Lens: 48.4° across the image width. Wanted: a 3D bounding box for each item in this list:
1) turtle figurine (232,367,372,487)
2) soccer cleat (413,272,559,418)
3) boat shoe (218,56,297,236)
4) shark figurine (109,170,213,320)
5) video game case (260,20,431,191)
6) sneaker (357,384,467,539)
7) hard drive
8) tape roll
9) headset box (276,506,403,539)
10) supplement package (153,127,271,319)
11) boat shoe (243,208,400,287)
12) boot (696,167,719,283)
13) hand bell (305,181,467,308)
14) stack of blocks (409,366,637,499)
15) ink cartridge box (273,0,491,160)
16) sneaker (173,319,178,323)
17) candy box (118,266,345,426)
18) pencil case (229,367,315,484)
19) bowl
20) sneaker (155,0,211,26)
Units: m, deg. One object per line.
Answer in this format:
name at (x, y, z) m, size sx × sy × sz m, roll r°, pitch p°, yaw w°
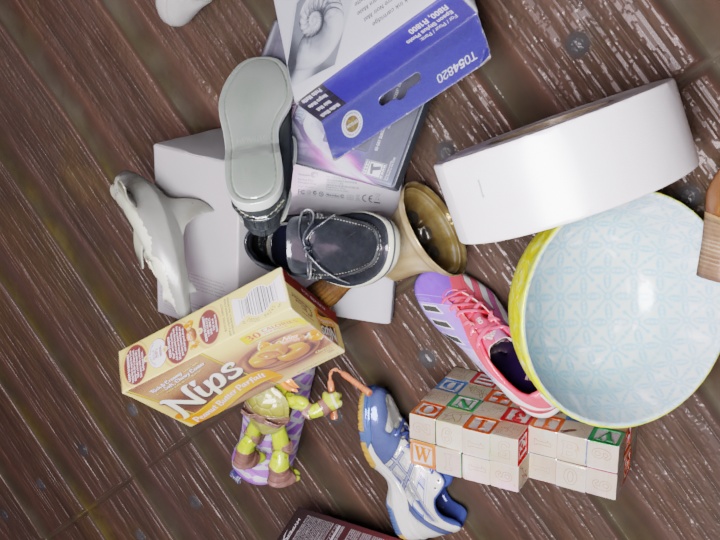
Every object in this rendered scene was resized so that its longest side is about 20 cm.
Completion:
turtle figurine at (-0.092, 0.163, 0.899) m, size 0.199 × 0.064 × 0.162 m, roll 13°, pitch 113°, yaw 12°
soccer cleat at (0.122, 0.059, 0.785) m, size 0.068 × 0.073 × 0.200 m, roll -43°, pitch 62°, yaw 1°
boat shoe at (-0.100, -0.124, 0.782) m, size 0.075 × 0.201 × 0.060 m, roll 0°, pitch 146°, yaw 4°
shark figurine at (-0.186, -0.028, 0.824) m, size 0.215 × 0.089 × 0.128 m, roll 65°, pitch 160°, yaw 6°
video game case at (-0.027, -0.171, 0.810) m, size 0.199 × 0.019 × 0.143 m, roll 18°, pitch 85°, yaw 25°
sneaker at (0.062, 0.214, 0.915) m, size 0.088 × 0.075 × 0.200 m, roll -13°, pitch 110°, yaw 27°
hard drive at (-0.023, -0.046, 0.871) m, size 0.131 × 0.025 × 0.201 m, roll 8°, pitch 113°, yaw 11°
tape roll at (0.163, -0.088, 0.652) m, size 0.202 × 0.202 × 0.071 m, roll -14°, pitch 100°, yaw 35°
headset box at (0.006, 0.387, 0.980) m, size 0.199 × 0.075 × 0.149 m, roll 7°, pitch 131°, yaw 30°
supplement package at (-0.149, -0.046, 0.910) m, size 0.121 × 0.120 × 0.201 m, roll 17°, pitch 116°, yaw 26°
boat shoe at (-0.042, -0.023, 0.790) m, size 0.200 × 0.062 × 0.075 m, roll 5°, pitch 93°, yaw 45°
boot at (0.376, -0.047, 0.619) m, size 0.199 × 0.074 × 0.155 m, roll 14°, pitch 101°, yaw 11°
hand bell at (0.000, 0.000, 0.833) m, size 0.200 × 0.104 × 0.104 m, roll -29°, pitch 91°, yaw 31°
stack of blocks at (0.162, 0.164, 0.799) m, size 0.199 × 0.115 × 0.059 m, roll 9°, pitch 112°, yaw 28°
ink cartridge box at (0.008, -0.235, 0.744) m, size 0.199 × 0.041 × 0.201 m, roll -28°, pitch 67°, yaw 35°
sneaker at (-0.213, 0.101, 1.044) m, size 0.090 × 0.067 × 0.200 m, roll 53°, pitch 126°, yaw 14°
candy box at (-0.131, 0.083, 0.821) m, size 0.200 × 0.115 × 0.055 m, roll -26°, pitch 53°, yaw 14°
pencil case at (-0.110, 0.171, 0.996) m, size 0.085 × 0.084 × 0.201 m, roll 40°, pitch 125°, yaw 38°
bowl at (0.208, 0.027, 0.710) m, size 0.108 × 0.200 × 0.201 m, roll -158°, pitch 50°, yaw -73°
sneaker at (-0.141, -0.322, 0.839) m, size 0.088 × 0.075 × 0.200 m, roll 42°, pitch 124°, yaw -2°
